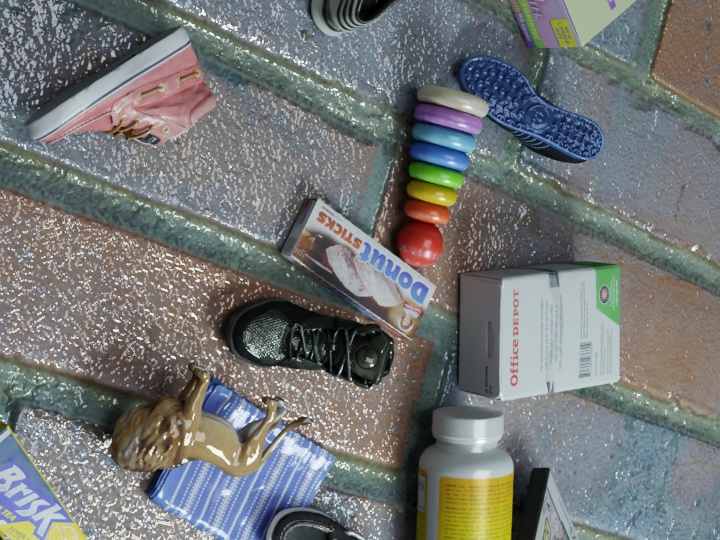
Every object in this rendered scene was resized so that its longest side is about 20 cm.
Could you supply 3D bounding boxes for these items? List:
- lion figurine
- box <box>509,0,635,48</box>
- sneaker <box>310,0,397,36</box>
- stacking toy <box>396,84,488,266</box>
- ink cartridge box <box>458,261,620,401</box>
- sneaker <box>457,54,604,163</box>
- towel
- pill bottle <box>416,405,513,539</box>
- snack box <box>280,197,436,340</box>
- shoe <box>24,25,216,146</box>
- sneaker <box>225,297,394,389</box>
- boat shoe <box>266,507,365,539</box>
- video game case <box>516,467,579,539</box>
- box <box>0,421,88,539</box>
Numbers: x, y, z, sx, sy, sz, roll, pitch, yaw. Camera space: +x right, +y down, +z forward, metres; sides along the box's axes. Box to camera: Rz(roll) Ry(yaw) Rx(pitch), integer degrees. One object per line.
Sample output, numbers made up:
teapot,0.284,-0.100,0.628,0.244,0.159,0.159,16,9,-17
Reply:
lion figurine,-0.152,0.170,1.568,0.198,0.072,0.124,24,89,-23
box,0.260,-0.392,1.826,0.200,0.096,0.177,-41,117,-27
sneaker,0.029,-0.343,1.646,0.075,0.115,0.203,30,77,-35
stacking toy,0.082,-0.104,1.742,0.085,0.085,0.203,13,93,-37
ink cartridge box,0.216,0.069,1.851,0.198,0.084,0.148,-4,98,-36
sneaker,0.192,-0.184,1.822,0.199,0.078,0.071,31,79,-13
towel,-0.124,0.221,1.653,0.199,0.024,0.146,36,75,-34
pill bottle,0.122,0.264,1.786,0.112,0.112,0.203,-2,96,-36
snack box,0.000,0.000,1.719,0.199,0.024,0.073,36,73,-34
shoe,-0.228,-0.155,1.501,0.200,0.071,0.092,-38,111,-32
sneaker,-0.043,0.078,1.643,0.198,0.114,0.077,15,85,-35
boat shoe,-0.023,0.323,1.705,0.200,0.060,0.074,40,74,-39
video game case,0.227,0.374,1.856,0.201,0.025,0.182,-70,144,-44
box,-0.324,0.240,1.480,0.070,0.064,0.201,-42,117,-26
